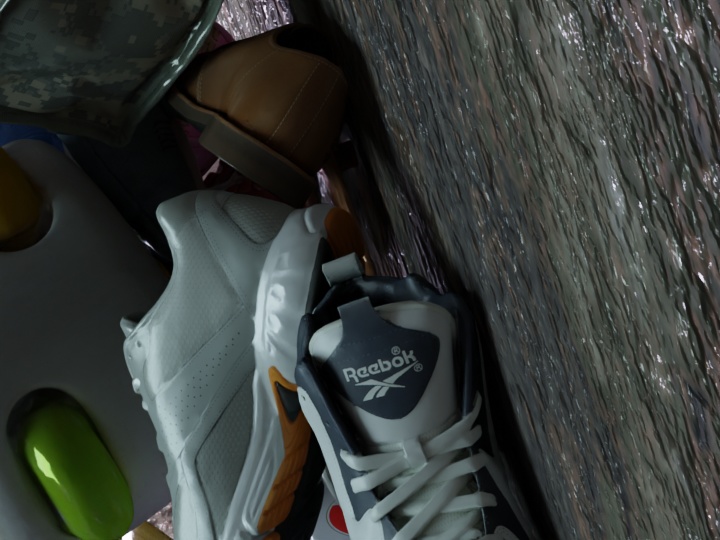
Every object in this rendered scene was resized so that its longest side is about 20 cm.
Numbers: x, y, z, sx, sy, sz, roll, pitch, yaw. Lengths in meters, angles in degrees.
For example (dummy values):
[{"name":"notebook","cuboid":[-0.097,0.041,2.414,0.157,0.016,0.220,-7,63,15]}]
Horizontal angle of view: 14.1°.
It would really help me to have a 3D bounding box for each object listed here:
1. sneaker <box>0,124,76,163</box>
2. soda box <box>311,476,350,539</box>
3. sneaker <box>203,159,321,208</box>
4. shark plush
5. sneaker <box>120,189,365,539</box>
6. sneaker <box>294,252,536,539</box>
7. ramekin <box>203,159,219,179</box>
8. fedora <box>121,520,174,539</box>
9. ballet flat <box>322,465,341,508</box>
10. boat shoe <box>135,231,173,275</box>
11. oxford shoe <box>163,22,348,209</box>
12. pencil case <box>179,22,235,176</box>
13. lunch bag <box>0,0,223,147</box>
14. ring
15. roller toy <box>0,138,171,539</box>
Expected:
[{"name":"sneaker","cuboid":[-0.183,-0.054,1.472,0.079,0.089,0.201,40,135,51]},{"name":"soda box","cuboid":[0.002,0.124,1.335,0.200,0.063,0.068,-120,19,-62]},{"name":"sneaker","cuboid":[-0.042,0.024,1.545,0.078,0.082,0.201,5,100,36]},{"name":"shark plush","cuboid":[-0.131,-0.091,1.372,0.200,0.091,0.083,56,-153,-26]},{"name":"sneaker","cuboid":[-0.062,0.059,1.227,0.076,0.092,0.201,-22,-53,-67]},{"name":"sneaker","cuboid":[0.021,0.074,1.123,0.130,0.079,0.200,65,-170,-46]},{"name":"ramekin","cuboid":[-0.075,0.017,1.773,0.202,0.094,0.203,161,90,-85]},{"name":"fedora","cuboid":[-0.028,0.166,1.473,0.200,0.082,0.201,35,165,10]},{"name":"ballet flat","cuboid":[0.006,0.066,1.285,0.200,0.069,0.070,46,161,33]},{"name":"boat shoe","cuboid":[-0.082,-0.009,1.460,0.200,0.075,0.061,-12,77,50]},{"name":"oxford shoe","cuboid":[-0.039,-0.078,1.297,0.071,0.071,0.200,32,-178,-18]},{"name":"pencil case","cuboid":[-0.128,-0.072,1.547,0.200,0.083,0.087,-38,69,61]},{"name":"lunch bag","cuboid":[-0.111,-0.181,1.279,0.200,0.117,0.165,-48,43,45]},{"name":"ring","cuboid":[0.000,0.000,1.394,0.200,0.019,0.201,162,90,-85]},{"name":"roller toy","cuboid":[-0.149,0.036,1.363,0.200,0.140,0.182,53,167,8]}]
